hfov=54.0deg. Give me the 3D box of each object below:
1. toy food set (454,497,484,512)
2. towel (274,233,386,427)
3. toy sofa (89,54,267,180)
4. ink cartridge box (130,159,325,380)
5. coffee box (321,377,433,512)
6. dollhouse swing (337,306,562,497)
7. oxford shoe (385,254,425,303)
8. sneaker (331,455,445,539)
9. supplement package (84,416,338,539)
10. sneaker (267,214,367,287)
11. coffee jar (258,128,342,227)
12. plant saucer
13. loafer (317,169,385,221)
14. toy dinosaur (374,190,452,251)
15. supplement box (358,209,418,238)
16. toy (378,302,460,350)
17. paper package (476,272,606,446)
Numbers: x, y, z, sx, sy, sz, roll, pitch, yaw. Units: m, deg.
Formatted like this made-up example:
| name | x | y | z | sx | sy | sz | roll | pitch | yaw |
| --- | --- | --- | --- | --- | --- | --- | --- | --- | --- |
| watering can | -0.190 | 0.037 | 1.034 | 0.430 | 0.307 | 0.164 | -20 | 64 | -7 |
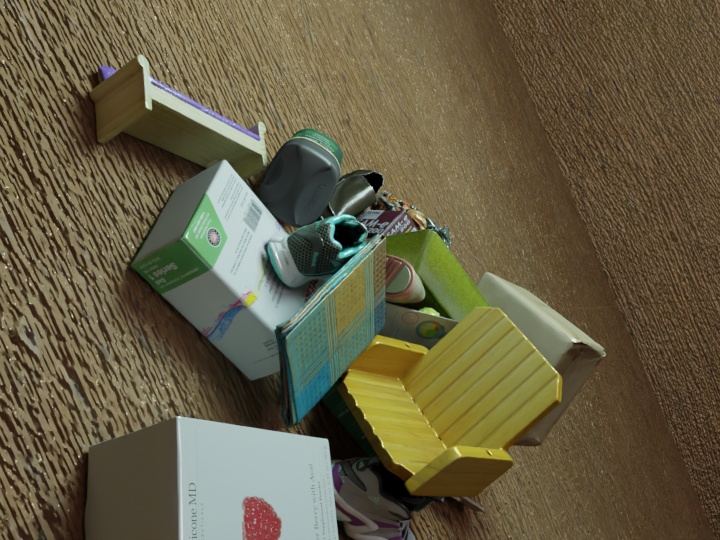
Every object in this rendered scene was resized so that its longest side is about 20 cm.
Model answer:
| name | x | y | z | sx | sy | sz | roll | pitch | yaw |
| --- | --- | --- | --- | --- | --- | --- | --- | --- | --- |
| toy food set | 0.153 | 0.269 | 1.136 | 0.143 | 0.060 | 0.202 | 41 | 38 | -40 |
| towel | -0.028 | 0.065 | 0.792 | 0.200 | 0.022 | 0.148 | -45 | 146 | -43 |
| toy sofa | -0.202 | -0.175 | 0.814 | 0.199 | 0.082 | 0.099 | 20 | 54 | -54 |
| ink cartridge box | -0.138 | 0.003 | 0.797 | 0.200 | 0.083 | 0.146 | 51 | 32 | -29 |
| coffee box | 0.043 | 0.207 | 0.949 | 0.200 | 0.044 | 0.123 | 50 | 28 | 4 |
| dollhouse swing | 0.108 | 0.135 | 0.854 | 0.181 | 0.176 | 0.200 | 19 | 26 | -44 |
| oxford shoe | 0.000 | 0.000 | 0.967 | 0.071 | 0.199 | 0.074 | -58 | 146 | -5 |
| sneaker | 0.049 | 0.292 | 0.854 | 0.200 | 0.139 | 0.078 | 48 | 34 | -30 |
| supplement package | -0.126 | 0.213 | 0.630 | 0.199 | 0.119 | 0.122 | 25 | 50 | -51 |
| sneaker | -0.024 | -0.029 | 0.838 | 0.078 | 0.091 | 0.200 | 66 | 25 | 0 |
| coffee jar | -0.074 | -0.122 | 0.910 | 0.085 | 0.105 | 0.200 | 30 | 12 | -8 |
| plant saucer | 0.074 | 0.034 | 1.050 | 0.200 | 0.198 | 0.048 | 50 | 54 | -29 |
| loafer | -0.015 | -0.119 | 1.109 | 0.073 | 0.071 | 0.200 | 58 | 30 | -17 |
| toy dinosaur | 0.085 | -0.061 | 1.195 | 0.136 | 0.102 | 0.201 | 45 | 24 | -40 |
| supplement box | 0.075 | -0.004 | 1.135 | 0.061 | 0.108 | 0.201 | -46 | 116 | -21 |
| toy | 0.097 | 0.091 | 1.007 | 0.198 | 0.116 | 0.047 | 17 | 43 | -5 |
| paper package | 0.230 | 0.135 | 1.072 | 0.103 | 0.192 | 0.200 | 20 | 17 | -41 |
